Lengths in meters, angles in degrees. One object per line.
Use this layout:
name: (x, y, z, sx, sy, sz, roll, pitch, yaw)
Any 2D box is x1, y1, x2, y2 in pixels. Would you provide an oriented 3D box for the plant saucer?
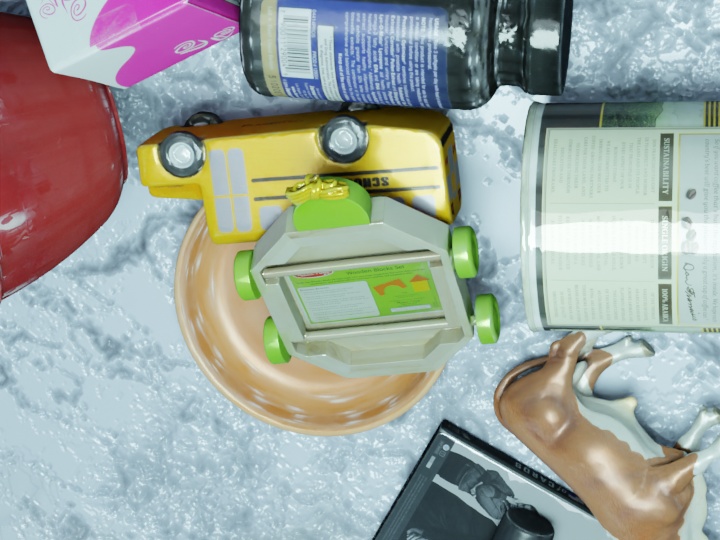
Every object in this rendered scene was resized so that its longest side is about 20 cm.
plant saucer: (-0.029, 0.016, 1.209, 0.199, 0.037, 0.201, 4, 109, 11)

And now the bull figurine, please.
bull figurine: (0.183, 0.125, 1.178, 0.200, 0.065, 0.122, 42, 105, 5)

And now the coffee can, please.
coffee can: (0.205, -0.033, 1.086, 0.199, 0.146, 0.147, 1, 108, 11)

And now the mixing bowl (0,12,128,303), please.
mixing bowl: (-0.218, -0.087, 1.151, 0.108, 0.200, 0.201, -17, 106, -17)

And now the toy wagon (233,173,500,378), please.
toy wagon: (0.000, 0.000, 1.107, 0.154, 0.040, 0.201, -6, 139, 13)

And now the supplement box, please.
supplement box: (-0.161, -0.227, 1.091, 0.101, 0.103, 0.201, -22, 81, 17)

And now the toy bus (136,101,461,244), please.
toy bus: (-0.039, -0.064, 1.132, 0.199, 0.065, 0.079, -5, 107, 12)

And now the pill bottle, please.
pill bottle: (0.031, -0.159, 1.099, 0.199, 0.112, 0.113, 6, 109, 10)

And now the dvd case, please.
dvd case: (0.110, 0.217, 1.253, 0.199, 0.025, 0.151, 29, 111, 0)

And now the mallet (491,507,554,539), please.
mallet: (0.175, 0.235, 1.216, 0.199, 0.041, 0.066, 27, 109, -2)
